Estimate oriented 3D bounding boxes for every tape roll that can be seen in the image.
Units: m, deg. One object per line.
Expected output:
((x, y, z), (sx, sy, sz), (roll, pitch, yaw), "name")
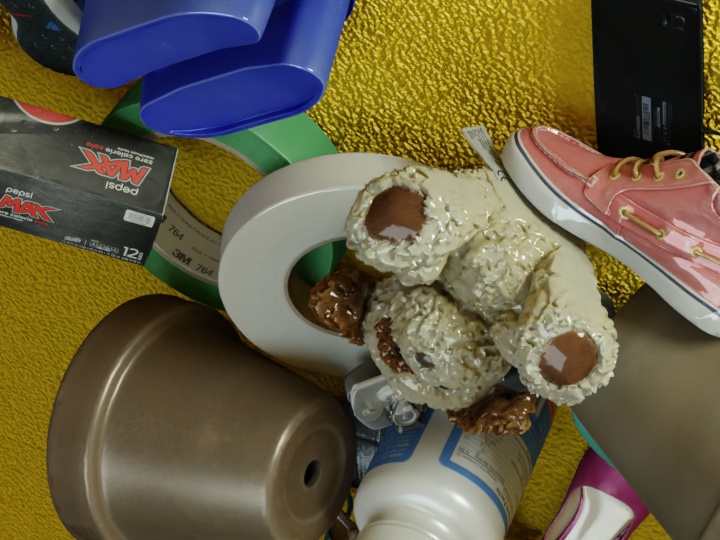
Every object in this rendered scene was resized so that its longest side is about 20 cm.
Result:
((0.000, 0.000, 1.526), (0.202, 0.037, 0.203), (1, 136, 1), "tape roll")
((-0.102, -0.057, 1.582), (0.200, 0.048, 0.201), (17, 137, 17), "tape roll")

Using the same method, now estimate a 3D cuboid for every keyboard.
((0.208, -0.095, 1.373), (0.127, 0.021, 0.200), (18, 138, 26), "keyboard")

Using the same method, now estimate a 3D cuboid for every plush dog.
((0.068, 0.019, 1.435), (0.200, 0.161, 0.172), (38, 124, -2), "plush dog")

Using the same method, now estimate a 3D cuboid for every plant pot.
((-0.104, 0.131, 1.590), (0.174, 0.200, 0.200), (14, 136, 33), "plant pot")
((0.239, 0.096, 1.429), (0.173, 0.200, 0.200), (37, 141, 18), "plant pot")

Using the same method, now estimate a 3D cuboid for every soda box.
((-0.235, -0.072, 1.520), (0.200, 0.071, 0.063), (16, 140, -10), "soda box")

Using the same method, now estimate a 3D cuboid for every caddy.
((-0.098, -0.170, 1.430), (0.200, 0.105, 0.141), (-12, 145, 39), "caddy")

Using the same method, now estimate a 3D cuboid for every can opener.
((0.084, 0.057, 1.530), (0.200, 0.067, 0.053), (-21, 134, 3), "can opener")

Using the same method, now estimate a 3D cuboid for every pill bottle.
((0.061, 0.154, 1.565), (0.112, 0.200, 0.112), (17, 139, 15), "pill bottle")

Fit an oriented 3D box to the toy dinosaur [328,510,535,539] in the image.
((0.042, 0.220, 1.679), (0.200, 0.086, 0.136), (14, 154, -3), "toy dinosaur")

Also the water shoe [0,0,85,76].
((-0.208, -0.201, 1.496), (0.071, 0.079, 0.200), (11, 161, 18), "water shoe")

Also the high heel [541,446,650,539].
((0.166, 0.203, 1.630), (0.067, 0.096, 0.200), (33, 139, 0), "high heel")

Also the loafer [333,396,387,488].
((-0.025, 0.126, 1.717), (0.200, 0.063, 0.072), (8, 103, 20), "loafer")

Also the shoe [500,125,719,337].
((0.186, -0.051, 1.371), (0.200, 0.071, 0.091), (40, 123, 18), "shoe")

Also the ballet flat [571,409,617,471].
((0.239, 0.145, 1.543), (0.200, 0.067, 0.070), (39, 179, -12), "ballet flat")

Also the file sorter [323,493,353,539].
((-0.110, 0.247, 1.817), (0.123, 0.139, 0.200), (33, 139, -4), "file sorter")
